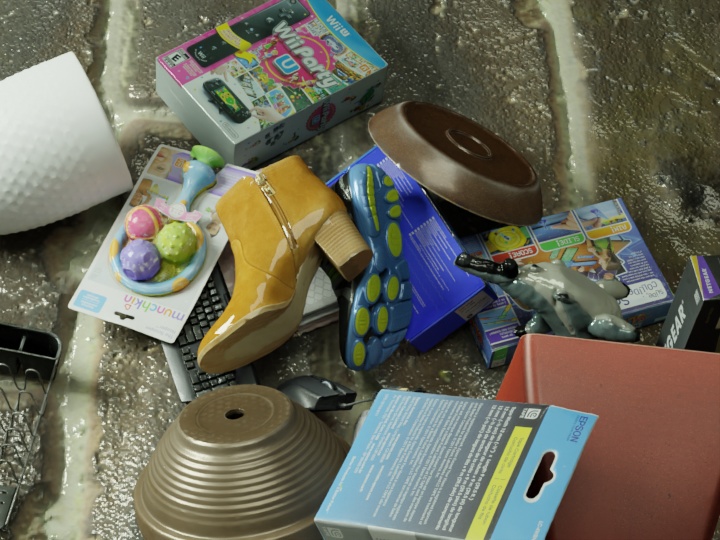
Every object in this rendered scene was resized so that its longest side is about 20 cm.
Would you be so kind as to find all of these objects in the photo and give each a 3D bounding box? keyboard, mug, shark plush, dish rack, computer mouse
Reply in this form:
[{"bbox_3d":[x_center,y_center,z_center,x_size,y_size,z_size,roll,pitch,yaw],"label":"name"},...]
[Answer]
[{"bbox_3d":[-0.134,0.032,1.610,0.126,0.021,0.201,-15,58,-12],"label":"keyboard"},{"bbox_3d":[-0.340,-0.122,1.676,0.175,0.148,0.200,-25,30,-9],"label":"mug"},{"bbox_3d":[0.177,0.042,1.590,0.199,0.083,0.091,22,31,-27],"label":"shark plush"},{"bbox_3d":[-0.363,0.139,1.530,0.153,0.055,0.201,10,55,2],"label":"dish rack"},{"bbox_3d":[-0.012,0.108,1.521,0.058,0.199,0.034,4,82,-41],"label":"computer mouse"}]

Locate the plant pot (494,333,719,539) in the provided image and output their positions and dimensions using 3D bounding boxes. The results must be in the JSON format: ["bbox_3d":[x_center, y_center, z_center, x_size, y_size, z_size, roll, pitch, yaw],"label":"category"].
[{"bbox_3d":[0.220,0.181,1.485,0.199,0.200,0.177,7,67,-1],"label":"plant pot"}]

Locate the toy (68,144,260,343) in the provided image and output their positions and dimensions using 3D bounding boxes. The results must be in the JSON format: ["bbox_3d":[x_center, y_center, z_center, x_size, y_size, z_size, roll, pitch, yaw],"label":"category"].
[{"bbox_3d":[-0.189,-0.039,1.621,0.115,0.047,0.201,17,60,17],"label":"toy"}]

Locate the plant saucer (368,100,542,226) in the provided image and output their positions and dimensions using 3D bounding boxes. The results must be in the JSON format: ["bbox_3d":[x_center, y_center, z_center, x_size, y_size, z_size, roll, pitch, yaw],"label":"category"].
[{"bbox_3d":[0.103,-0.114,1.700,0.200,0.035,0.200,26,23,-12],"label":"plant saucer"}]

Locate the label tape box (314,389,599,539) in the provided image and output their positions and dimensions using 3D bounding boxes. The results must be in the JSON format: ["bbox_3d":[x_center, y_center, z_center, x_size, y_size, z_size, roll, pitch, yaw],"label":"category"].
[{"bbox_3d":[0.083,0.174,1.358,0.199,0.066,0.144,4,46,30],"label":"label tape box"}]

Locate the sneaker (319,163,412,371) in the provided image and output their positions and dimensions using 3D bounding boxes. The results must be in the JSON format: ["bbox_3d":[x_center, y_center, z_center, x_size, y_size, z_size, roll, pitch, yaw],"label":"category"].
[{"bbox_3d":[0.000,0.000,1.625,0.071,0.083,0.201,9,71,-37],"label":"sneaker"}]

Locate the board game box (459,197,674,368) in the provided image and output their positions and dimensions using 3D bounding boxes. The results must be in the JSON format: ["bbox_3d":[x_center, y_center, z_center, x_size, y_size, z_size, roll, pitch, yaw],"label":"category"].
[{"bbox_3d":[0.195,0.010,1.686,0.199,0.035,0.136,-14,58,-14],"label":"board game box"}]

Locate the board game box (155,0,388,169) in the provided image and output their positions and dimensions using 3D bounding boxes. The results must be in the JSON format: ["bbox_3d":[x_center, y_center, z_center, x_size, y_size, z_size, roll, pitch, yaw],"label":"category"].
[{"bbox_3d":[-0.094,-0.203,1.793,0.200,0.064,0.148,-30,63,-25],"label":"board game box"}]

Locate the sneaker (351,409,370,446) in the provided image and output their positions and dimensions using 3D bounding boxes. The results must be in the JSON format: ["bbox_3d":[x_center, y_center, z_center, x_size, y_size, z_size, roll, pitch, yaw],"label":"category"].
[{"bbox_3d":[0.059,0.214,1.515,0.111,0.078,0.201,-4,60,-18],"label":"sneaker"}]

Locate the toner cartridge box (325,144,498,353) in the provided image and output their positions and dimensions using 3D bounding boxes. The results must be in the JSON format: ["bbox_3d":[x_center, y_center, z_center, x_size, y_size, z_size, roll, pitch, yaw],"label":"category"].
[{"bbox_3d":[0.044,-0.026,1.669,0.095,0.043,0.200,-35,61,8],"label":"toner cartridge box"}]

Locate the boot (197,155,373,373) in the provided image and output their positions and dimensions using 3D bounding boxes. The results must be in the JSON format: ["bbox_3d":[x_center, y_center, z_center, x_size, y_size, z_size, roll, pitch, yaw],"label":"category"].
[{"bbox_3d":[-0.100,-0.009,1.580,0.201,0.071,0.144,-37,60,-10],"label":"boot"}]

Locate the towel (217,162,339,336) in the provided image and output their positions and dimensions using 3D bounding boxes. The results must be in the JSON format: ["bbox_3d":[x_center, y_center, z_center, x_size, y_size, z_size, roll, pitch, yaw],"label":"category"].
[{"bbox_3d":[-0.117,-0.007,1.671,0.199,0.032,0.191,-22,60,-21],"label":"towel"}]

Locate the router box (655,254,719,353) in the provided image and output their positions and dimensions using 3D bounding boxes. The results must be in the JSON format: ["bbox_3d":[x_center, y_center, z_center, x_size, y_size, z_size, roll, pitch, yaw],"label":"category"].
[{"bbox_3d":[0.362,0.060,1.567,0.156,0.200,0.052,-4,54,-7],"label":"router box"}]

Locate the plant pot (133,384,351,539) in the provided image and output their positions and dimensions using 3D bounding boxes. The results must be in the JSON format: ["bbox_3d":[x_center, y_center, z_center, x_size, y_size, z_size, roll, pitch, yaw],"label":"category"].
[{"bbox_3d":[-0.101,0.162,1.464,0.200,0.093,0.201,-5,26,2],"label":"plant pot"}]
